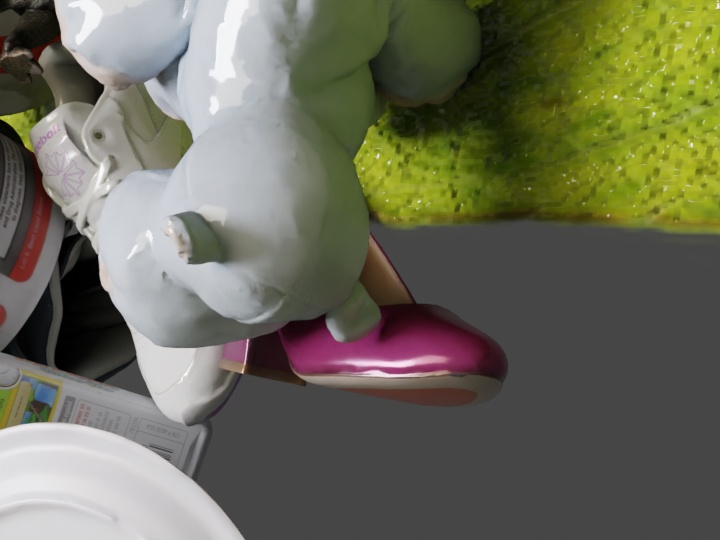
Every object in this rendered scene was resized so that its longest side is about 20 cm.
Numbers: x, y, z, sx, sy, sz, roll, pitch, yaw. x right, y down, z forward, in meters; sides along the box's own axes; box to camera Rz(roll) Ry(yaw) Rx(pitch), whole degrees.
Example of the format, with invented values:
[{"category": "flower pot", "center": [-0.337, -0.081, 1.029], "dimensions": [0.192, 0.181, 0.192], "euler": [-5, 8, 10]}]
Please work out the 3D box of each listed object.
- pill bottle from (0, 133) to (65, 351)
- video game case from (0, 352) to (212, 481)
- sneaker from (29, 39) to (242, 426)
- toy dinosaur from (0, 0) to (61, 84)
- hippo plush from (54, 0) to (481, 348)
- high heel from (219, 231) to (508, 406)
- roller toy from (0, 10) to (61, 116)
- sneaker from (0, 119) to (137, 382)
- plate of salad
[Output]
[{"category": "pill bottle", "center": [-0.239, -0.041, 1.156], "dimensions": [0.116, 0.200, 0.116], "euler": [-32, 42, 34]}, {"category": "video game case", "center": [-0.182, 0.133, 1.158], "dimensions": [0.023, 0.181, 0.201], "euler": [-127, 56, -73]}, {"category": "sneaker", "center": [-0.103, -0.019, 1.167], "dimensions": [0.075, 0.099, 0.201], "euler": [-44, 46, 37]}, {"category": "toy dinosaur", "center": [-0.142, -0.137, 1.179], "dimensions": [0.200, 0.077, 0.103], "euler": [-32, 27, 42]}, {"category": "hippo plush", "center": [-0.021, -0.047, 0.994], "dimensions": [0.200, 0.159, 0.162], "euler": [-22, 60, 46]}, {"category": "high heel", "center": [0.000, 0.000, 1.033], "dimensions": [0.200, 0.067, 0.097], "euler": [5, 84, 56]}, {"category": "roller toy", "center": [-0.206, -0.168, 1.302], "dimensions": [0.139, 0.182, 0.201], "euler": [3, 76, 57]}, {"category": "sneaker", "center": [-0.157, -0.011, 1.276], "dimensions": [0.146, 0.077, 0.203], "euler": [-30, 45, 38]}, {"category": "plate of salad", "center": [-0.111, 0.158, 1.101], "dimensions": [0.199, 0.048, 0.201], "euler": [6, 105, 25]}]
